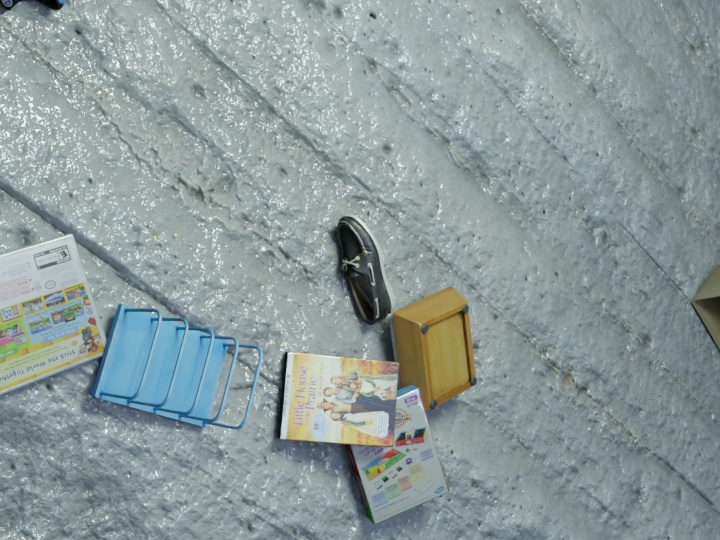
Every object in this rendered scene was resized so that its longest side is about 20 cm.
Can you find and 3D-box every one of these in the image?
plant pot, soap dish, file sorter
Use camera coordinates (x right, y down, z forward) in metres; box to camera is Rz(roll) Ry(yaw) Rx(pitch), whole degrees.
[{"bbox_3d":[0.988,0.070,2.255,0.200,0.199,0.178,52,48,-22],"label":"plant pot"},{"bbox_3d":[0.137,0.149,1.638,0.157,0.081,0.202,-21,110,-37],"label":"soap dish"},{"bbox_3d":[-0.262,0.145,1.313,0.199,0.122,0.140,25,71,-40],"label":"file sorter"}]

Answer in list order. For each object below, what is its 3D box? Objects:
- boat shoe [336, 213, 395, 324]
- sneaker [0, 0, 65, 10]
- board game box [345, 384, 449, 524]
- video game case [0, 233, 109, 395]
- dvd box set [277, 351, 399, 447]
[{"bbox_3d":[0.000,0.000,1.572,0.060,0.074,0.201,-36,116,-38],"label":"boat shoe"},{"bbox_3d":[-0.491,-0.411,1.219,0.199,0.078,0.090,9,79,-37],"label":"sneaker"},{"bbox_3d":[0.058,0.324,1.576,0.152,0.040,0.202,-18,98,-15],"label":"board game box"},{"bbox_3d":[-0.467,0.063,1.238,0.199,0.023,0.184,-21,100,-37],"label":"video game case"},{"bbox_3d":[-0.036,0.218,1.507,0.198,0.029,0.148,8,81,-15],"label":"dvd box set"}]
